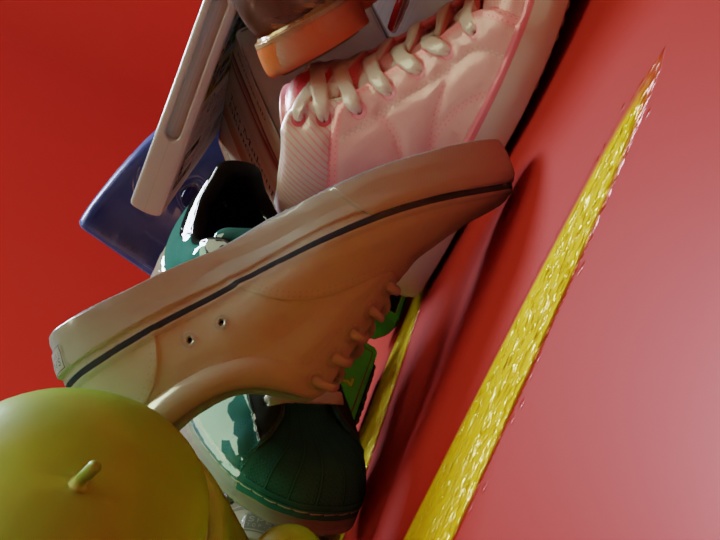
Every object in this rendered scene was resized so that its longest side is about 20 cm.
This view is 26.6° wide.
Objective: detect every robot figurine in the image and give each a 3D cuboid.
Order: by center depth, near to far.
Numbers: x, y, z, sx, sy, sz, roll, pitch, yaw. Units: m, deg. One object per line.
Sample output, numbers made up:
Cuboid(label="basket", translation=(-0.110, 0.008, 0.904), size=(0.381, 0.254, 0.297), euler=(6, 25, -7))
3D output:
Cuboid(label="robot figurine", translation=(-0.092, 0.122, 0.547), size=(0.201, 0.174, 0.116), euler=(70, -153, -45))

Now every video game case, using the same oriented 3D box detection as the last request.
Cuboid(label="video game case", translation=(-0.084, -0.145, 0.941), size=(0.200, 0.023, 0.183), euler=(-75, 7, -70))

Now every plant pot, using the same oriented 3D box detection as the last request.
Cuboid(label="plant pot", translation=(-0.081, -0.054, 1.170), size=(0.181, 0.199, 0.200), euler=(-58, 5, -1))

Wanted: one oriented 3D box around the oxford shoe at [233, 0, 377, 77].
Cuboid(label="oxford shoe", translation=(-0.035, -0.153, 0.781), size=(0.071, 0.073, 0.200), euler=(-29, 14, 3))

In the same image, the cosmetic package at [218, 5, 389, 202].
Cuboid(label="cosmetic package", translation=(-0.030, -0.085, 0.967), size=(0.087, 0.104, 0.200), euler=(-22, -11, -13))

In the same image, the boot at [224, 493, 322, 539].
Cuboid(label="boot", translation=(-0.072, 0.173, 0.726), size=(0.201, 0.073, 0.096), euler=(-54, 3, 25))

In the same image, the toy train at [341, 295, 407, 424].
Cuboid(label="toy train", translation=(0.000, 0.000, 0.792), size=(0.042, 0.056, 0.201), euler=(-39, 24, 54))

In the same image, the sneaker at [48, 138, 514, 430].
Cuboid(label="sneaker", translation=(-0.022, 0.015, 0.609), size=(0.199, 0.071, 0.073), euler=(-27, -5, -2))

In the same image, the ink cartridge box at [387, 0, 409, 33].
Cuboid(label="ink cartridge box", translation=(0.084, -0.213, 0.846), size=(0.116, 0.067, 0.201), euler=(-89, 24, -80))

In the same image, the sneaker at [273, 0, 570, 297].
Cuboid(label="sneaker", translation=(0.021, -0.085, 0.703), size=(0.201, 0.104, 0.076), euler=(-62, 3, 34))

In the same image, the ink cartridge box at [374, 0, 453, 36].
Cuboid(label="ink cartridge box", translation=(0.005, -0.211, 1.010), size=(0.048, 0.200, 0.146), euler=(-13, -41, -46))

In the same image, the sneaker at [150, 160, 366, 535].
Cuboid(label="sneaker", translation=(-0.044, 0.026, 0.672), size=(0.200, 0.071, 0.080), euler=(58, 135, 46))
